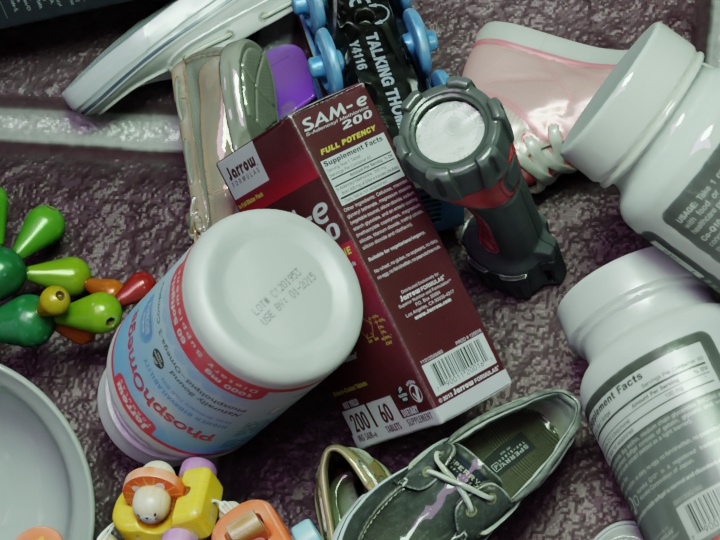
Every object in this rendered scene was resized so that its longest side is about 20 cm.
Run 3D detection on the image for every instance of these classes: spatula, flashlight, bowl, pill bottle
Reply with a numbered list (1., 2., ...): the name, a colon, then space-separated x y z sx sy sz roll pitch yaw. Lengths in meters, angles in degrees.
1. spatula: -0.029 -0.070 1.397 0.056 0.021 0.200 -31 66 6
2. flashlight: 0.071 -0.043 1.264 0.068 0.200 0.068 -24 65 3
3. bowl: -0.263 0.142 1.307 0.201 0.090 0.201 -1 96 -5
4. pill bottle: 0.197 0.091 1.227 0.116 0.116 0.200 -24 64 3
5. pill bottle: -0.087 0.049 1.260 0.109 0.200 0.109 11 62 -23
6. pill bottle: 0.220 -0.045 1.200 0.200 0.113 0.113 36 79 -3

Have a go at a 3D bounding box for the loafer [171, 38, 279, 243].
1. loafer: -0.087 -0.049 1.374 0.063 0.072 0.200 -8 78 25

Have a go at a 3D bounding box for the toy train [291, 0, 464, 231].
1. toy train: 0.010 -0.116 1.348 0.087 0.114 0.200 -14 57 -9

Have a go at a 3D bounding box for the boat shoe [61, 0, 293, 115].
1. boat shoe: -0.107 -0.155 1.423 0.200 0.074 0.067 -35 102 10

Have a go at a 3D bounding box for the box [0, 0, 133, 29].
1. box: -0.222 -0.252 1.444 0.200 0.104 0.148 -10 41 9

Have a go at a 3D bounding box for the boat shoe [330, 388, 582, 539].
1. boat shoe: 0.054 0.125 1.223 0.072 0.071 0.200 41 51 13

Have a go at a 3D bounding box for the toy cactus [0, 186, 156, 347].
1. toy cactus: -0.246 0.013 1.362 0.200 0.102 0.165 29 61 22

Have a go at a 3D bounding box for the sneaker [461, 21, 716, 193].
1. sneaker: 0.146 -0.087 1.333 0.200 0.075 0.105 16 68 27

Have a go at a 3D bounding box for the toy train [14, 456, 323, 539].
1. toy train: -0.126 0.168 1.206 0.200 0.056 0.150 -29 35 0

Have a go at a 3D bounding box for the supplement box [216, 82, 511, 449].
1. supplement box: 0.000 0.000 1.267 0.061 0.109 0.200 -27 90 -31

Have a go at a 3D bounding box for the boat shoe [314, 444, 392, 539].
1. boat shoe: 0.014 0.196 1.248 0.072 0.076 0.200 -27 65 1

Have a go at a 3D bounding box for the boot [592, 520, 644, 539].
1. boot: 0.137 0.230 1.194 0.073 0.096 0.200 7 70 16
